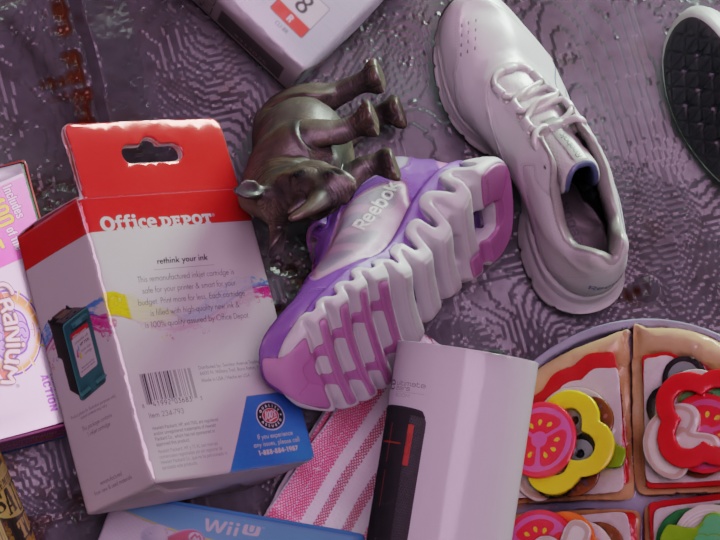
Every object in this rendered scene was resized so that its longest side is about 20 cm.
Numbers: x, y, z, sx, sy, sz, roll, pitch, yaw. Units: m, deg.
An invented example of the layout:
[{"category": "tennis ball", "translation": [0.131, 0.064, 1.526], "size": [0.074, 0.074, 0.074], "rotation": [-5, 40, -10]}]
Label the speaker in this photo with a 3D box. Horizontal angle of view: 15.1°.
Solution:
[{"category": "speaker", "translation": [0.044, 0.139, 1.467], "size": [0.081, 0.081, 0.201], "rotation": [10, 87, -9]}]

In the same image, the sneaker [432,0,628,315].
[{"category": "sneaker", "translation": [0.108, -0.076, 1.566], "size": [0.074, 0.087, 0.201], "rotation": [-25, 81, -16]}]

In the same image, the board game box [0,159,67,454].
[{"category": "board game box", "translation": [-0.259, 0.038, 1.484], "size": [0.199, 0.040, 0.154], "rotation": [-14, 79, -15]}]

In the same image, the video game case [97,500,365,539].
[{"category": "video game case", "translation": [-0.086, 0.202, 1.419], "size": [0.142, 0.018, 0.201], "rotation": [8, 42, 8]}]

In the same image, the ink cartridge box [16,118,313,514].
[{"category": "ink cartridge box", "translation": [-0.111, 0.023, 1.483], "size": [0.116, 0.067, 0.201], "rotation": [-5, 74, -42]}]

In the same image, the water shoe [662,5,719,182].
[{"category": "water shoe", "translation": [0.255, -0.074, 1.617], "size": [0.079, 0.071, 0.201], "rotation": [-27, 80, -45]}]

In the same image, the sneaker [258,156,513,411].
[{"category": "sneaker", "translation": [0.000, 0.000, 1.515], "size": [0.088, 0.081, 0.200], "rotation": [21, 48, 30]}]

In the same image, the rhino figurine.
[{"category": "rhino figurine", "translation": [-0.026, -0.058, 1.491], "size": [0.087, 0.200, 0.060], "rotation": [-19, 108, 11]}]

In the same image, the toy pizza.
[{"category": "toy pizza", "translation": [0.150, 0.123, 1.476], "size": [0.199, 0.032, 0.202], "rotation": [-5, 76, 19]}]

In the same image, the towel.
[{"category": "towel", "translation": [0.062, 0.134, 1.532], "size": [0.199, 0.030, 0.147], "rotation": [33, 72, -2]}]

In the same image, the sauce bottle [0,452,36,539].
[{"category": "sauce bottle", "translation": [-0.216, 0.111, 1.424], "size": [0.066, 0.066, 0.201], "rotation": [-25, 109, -17]}]

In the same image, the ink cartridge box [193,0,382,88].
[{"category": "ink cartridge box", "translation": [-0.030, -0.229, 1.597], "size": [0.162, 0.050, 0.200], "rotation": [43, 75, 1]}]
